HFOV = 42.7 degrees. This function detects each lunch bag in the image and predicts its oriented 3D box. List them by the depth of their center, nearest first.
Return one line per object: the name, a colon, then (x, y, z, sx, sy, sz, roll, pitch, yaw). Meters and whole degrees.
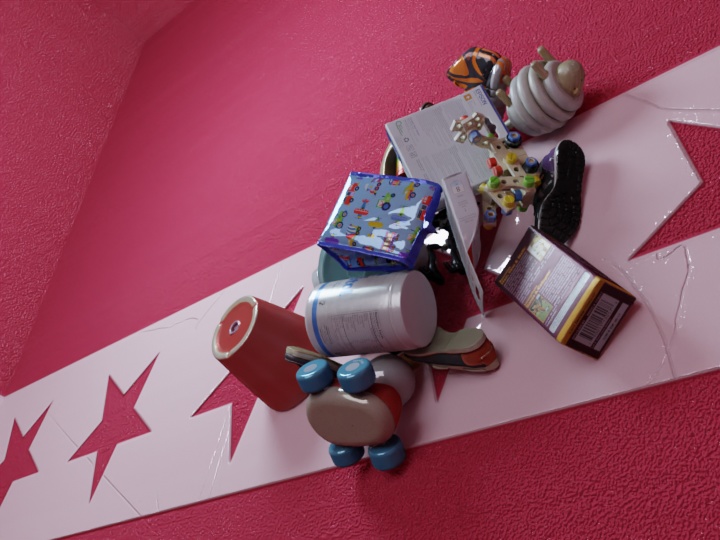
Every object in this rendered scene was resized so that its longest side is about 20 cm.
lunch bag: (0.046, -0.081, 1.547, 0.198, 0.094, 0.152, 5, 64, 46)

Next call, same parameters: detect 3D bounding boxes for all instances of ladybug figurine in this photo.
ladybug figurine: (0.098, -0.192, 1.748, 0.135, 0.071, 0.203, -25, 47, 41)

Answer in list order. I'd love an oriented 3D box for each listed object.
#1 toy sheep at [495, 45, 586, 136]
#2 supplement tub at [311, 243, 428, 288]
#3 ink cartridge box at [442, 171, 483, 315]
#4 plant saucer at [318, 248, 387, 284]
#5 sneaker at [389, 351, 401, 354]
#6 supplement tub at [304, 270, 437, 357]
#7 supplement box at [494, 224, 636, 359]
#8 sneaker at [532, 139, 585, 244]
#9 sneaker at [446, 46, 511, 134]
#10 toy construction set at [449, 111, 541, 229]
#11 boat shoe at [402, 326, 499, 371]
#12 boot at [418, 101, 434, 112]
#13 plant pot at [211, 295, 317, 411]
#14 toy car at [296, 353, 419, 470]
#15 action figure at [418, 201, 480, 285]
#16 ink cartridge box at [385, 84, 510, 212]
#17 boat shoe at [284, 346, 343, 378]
toy sheep: (0.321, -0.310, 1.649, 0.199, 0.137, 0.140, -33, 37, 48)
supplement tub: (0.016, -0.011, 1.764, 0.199, 0.144, 0.146, -39, 35, 23)
ink cartridge box: (0.188, -0.042, 1.524, 0.047, 0.160, 0.203, -18, 72, 2)
plant saucer: (0.000, 0.000, 1.671, 0.197, 0.036, 0.204, 1, 92, 28)
sneaker: (0.045, 0.117, 1.691, 0.199, 0.060, 0.105, -36, 32, 22)
supplement tub: (0.016, 0.075, 1.565, 0.197, 0.132, 0.134, -10, 52, 32)
supplement box: (0.304, 0.030, 1.392, 0.111, 0.085, 0.200, -59, 31, 12)
sneaker: (0.321, -0.115, 1.549, 0.087, 0.075, 0.202, -34, 33, 59)
sneaker: (0.218, -0.335, 1.757, 0.111, 0.202, 0.077, 30, 43, 25)
toy construction set: (0.227, -0.173, 1.540, 0.092, 0.129, 0.202, 105, 145, -66)
boat shoe: (0.146, 0.136, 1.540, 0.198, 0.063, 0.071, -7, 38, 50)
boot: (0.196, -0.239, 1.753, 0.199, 0.063, 0.190, 0, 102, 56)
plant pot: (-0.191, 0.154, 1.858, 0.199, 0.177, 0.203, -33, 38, 31)
toy car: (0.020, 0.206, 1.582, 0.175, 0.187, 0.200, -6, 24, 39)
action figure: (0.156, -0.080, 1.685, 0.117, 0.102, 0.202, -14, 49, 26)
ink cartridge box: (0.169, -0.218, 1.654, 0.197, 0.041, 0.202, -22, 60, -2)
boat shoe: (-0.058, 0.191, 1.635, 0.071, 0.199, 0.066, 19, 82, 50)
